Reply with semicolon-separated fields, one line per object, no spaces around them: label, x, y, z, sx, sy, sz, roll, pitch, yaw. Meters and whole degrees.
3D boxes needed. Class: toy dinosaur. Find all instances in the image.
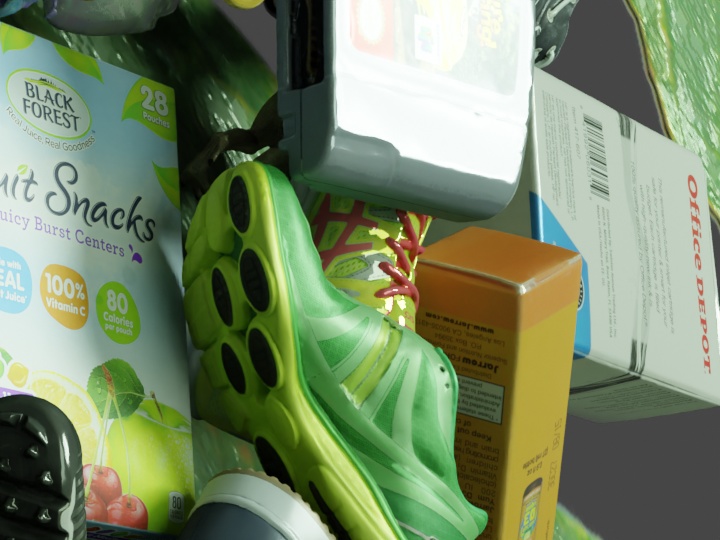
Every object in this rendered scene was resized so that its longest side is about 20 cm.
toy dinosaur;-0.030;-0.066;1.243;0.101;0.058;0.200;-46;151;-24

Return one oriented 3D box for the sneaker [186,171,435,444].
sneaker;0.000;0.000;1.196;0.200;0.090;0.078;-52;154;-9

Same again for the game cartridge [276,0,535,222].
game cartridge;0.021;-0.125;1.155;0.133;0.041;0.200;12;72;-49

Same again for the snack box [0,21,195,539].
snack box;-0.145;0.006;1.080;0.169;0.068;0.200;17;62;-52

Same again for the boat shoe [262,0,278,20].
boat shoe;-0.016;-0.140;1.322;0.065;0.072;0.200;-40;106;-48

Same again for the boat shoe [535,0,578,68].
boat shoe;0.080;-0.134;1.459;0.068;0.072;0.200;60;30;-18

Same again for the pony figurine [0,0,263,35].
pony figurine;-0.101;-0.159;1.077;0.193;0.200;0.167;-13;114;-41

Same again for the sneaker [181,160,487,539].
sneaker;-0.010;0.043;1.125;0.084;0.074;0.200;-33;106;-34

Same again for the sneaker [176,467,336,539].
sneaker;-0.017;0.185;1.078;0.200;0.070;0.109;51;41;-15

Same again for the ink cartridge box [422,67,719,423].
ink cartridge box;0.107;-0.008;1.422;0.200;0.084;0.146;22;60;-55

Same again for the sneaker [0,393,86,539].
sneaker;-0.132;0.130;1.011;0.090;0.066;0.200;-42;145;-65

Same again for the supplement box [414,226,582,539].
supplement box;0.055;0.086;1.269;0.067;0.069;0.200;-26;123;-56
